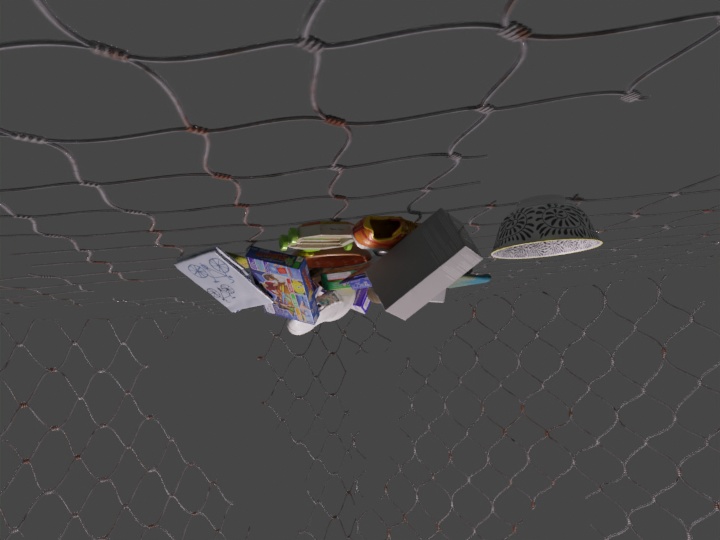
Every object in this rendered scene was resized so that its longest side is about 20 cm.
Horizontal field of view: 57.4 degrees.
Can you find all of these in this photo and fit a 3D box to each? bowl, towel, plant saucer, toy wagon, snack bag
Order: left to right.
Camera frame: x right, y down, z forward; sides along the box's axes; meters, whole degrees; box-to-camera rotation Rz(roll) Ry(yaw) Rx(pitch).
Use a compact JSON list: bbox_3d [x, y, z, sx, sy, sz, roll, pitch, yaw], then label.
[{"bbox_3d":[-0.309,0.024,1.510,0.188,0.022,0.200,-14,132,45],"label":"snack bag"},{"bbox_3d":[-0.318,-0.027,1.590,0.085,0.018,0.200,-12,170,16],"label":"towel"},{"bbox_3d":[-0.088,-0.063,1.349,0.154,0.040,0.200,-1,172,-23],"label":"toy wagon"},{"bbox_3d":[-0.073,-0.037,1.557,0.198,0.038,0.200,-3,173,0],"label":"plant saucer"},{"bbox_3d":[0.219,0.022,1.663,0.199,0.022,0.146,6,167,-44],"label":"towel"},{"bbox_3d":[0.335,-0.084,1.209,0.199,0.095,0.201,-5,173,-1],"label":"bowl"}]

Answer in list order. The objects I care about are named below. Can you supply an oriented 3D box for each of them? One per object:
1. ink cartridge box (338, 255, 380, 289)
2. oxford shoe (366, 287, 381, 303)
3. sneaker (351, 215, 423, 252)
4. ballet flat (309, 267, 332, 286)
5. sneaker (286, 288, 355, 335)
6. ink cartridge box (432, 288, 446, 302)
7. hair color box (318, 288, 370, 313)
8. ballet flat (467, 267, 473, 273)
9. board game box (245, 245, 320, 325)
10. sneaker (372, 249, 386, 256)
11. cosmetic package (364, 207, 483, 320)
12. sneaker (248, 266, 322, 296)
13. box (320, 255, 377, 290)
[{"bbox_3d":[0.053,-0.006,1.538,0.119,0.042,0.199,-13,-166,45],"label":"ink cartridge box"},{"bbox_3d":[0.065,0.046,1.539,0.075,0.071,0.199,-30,-175,-35],"label":"oxford shoe"},{"bbox_3d":[0.078,-0.069,1.279,0.199,0.074,0.077,-2,163,-37],"label":"sneaker"},{"bbox_3d":[-0.125,0.029,1.652,0.065,0.071,0.200,-17,-153,47],"label":"ballet flat"},{"bbox_3d":[-0.088,0.088,1.624,0.199,0.075,0.089,-33,164,-23],"label":"sneaker"},{"bbox_3d":[0.116,0.030,1.808,0.199,0.085,0.145,12,-175,43],"label":"ink cartridge box"},{"bbox_3d":[-0.072,0.048,1.777,0.198,0.065,0.109,22,171,12],"label":"hair color box"},{"bbox_3d":[0.263,-0.020,1.720,0.067,0.073,0.200,-15,173,-8],"label":"ballet flat"},{"bbox_3d":[-0.172,0.037,1.481,0.134,0.035,0.201,13,142,18],"label":"board game box"},{"bbox_3d":[0.125,-0.039,1.469,0.198,0.080,0.075,-2,163,-15],"label":"sneaker"},{"bbox_3d":[0.117,-0.010,1.249,0.200,0.107,0.090,-40,145,20],"label":"cosmetic package"},{"bbox_3d":[-0.199,0.018,1.562,0.198,0.081,0.115,29,177,27],"label":"sneaker"},{"bbox_3d":[0.000,0.000,1.676,0.116,0.049,0.200,-7,-171,32],"label":"box"}]
